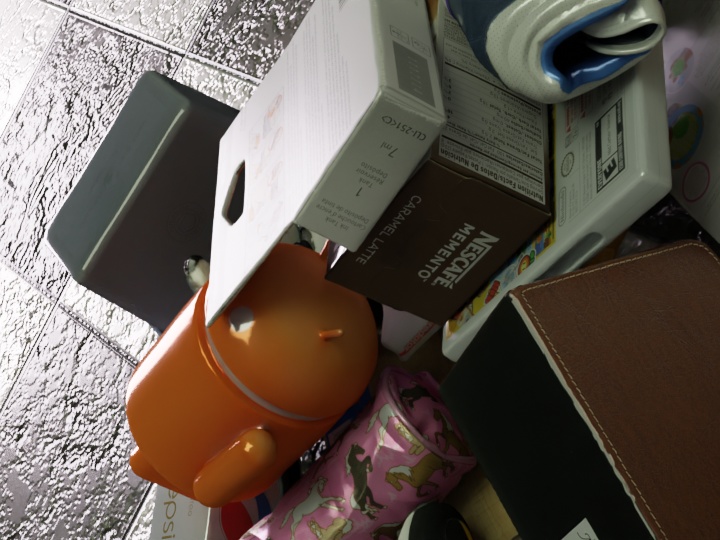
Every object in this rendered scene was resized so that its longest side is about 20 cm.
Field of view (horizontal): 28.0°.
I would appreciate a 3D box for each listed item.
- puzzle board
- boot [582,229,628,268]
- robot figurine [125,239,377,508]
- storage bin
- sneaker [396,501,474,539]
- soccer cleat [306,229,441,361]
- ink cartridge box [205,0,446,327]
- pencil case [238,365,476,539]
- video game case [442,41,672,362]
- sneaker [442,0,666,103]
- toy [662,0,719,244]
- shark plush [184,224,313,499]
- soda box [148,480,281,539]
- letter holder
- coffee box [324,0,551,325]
[{"bbox_3d":[0.041,0.107,0.920,0.151,0.017,0.201,-39,45,26],"label":"puzzle board"},{"bbox_3d":[0.121,-0.007,0.828,0.144,0.070,0.202,129,151,-49],"label":"boot"},{"bbox_3d":[-0.066,0.061,0.869,0.117,0.144,0.200,51,128,9],"label":"robot figurine"},{"bbox_3d":[-0.144,-0.054,1.107,0.201,0.134,0.145,-56,41,6],"label":"storage bin"},{"bbox_3d":[0.080,0.215,0.783,0.090,0.070,0.201,-26,60,29],"label":"sneaker"},{"bbox_3d":[0.000,0.000,0.964,0.085,0.069,0.200,-53,34,-6],"label":"soccer cleat"},{"bbox_3d":[-0.024,-0.079,0.825,0.176,0.045,0.201,-53,23,29],"label":"ink cartridge box"},{"bbox_3d":[-0.015,0.151,0.881,0.200,0.083,0.087,-48,53,18],"label":"pencil case"},{"bbox_3d":[0.108,-0.071,0.821,0.182,0.023,0.201,-46,28,43],"label":"video game case"},{"bbox_3d":[0.142,-0.170,0.747,0.200,0.081,0.147,-41,44,7],"label":"sneaker"},{"bbox_3d":[0.209,-0.100,0.829,0.116,0.047,0.200,-63,32,22],"label":"toy"},{"bbox_3d":[-0.046,0.059,0.986,0.090,0.083,0.201,-19,82,13],"label":"shark plush"},{"bbox_3d":[-0.095,0.142,1.001,0.063,0.068,0.201,-15,59,41],"label":"soda box"},{"bbox_3d":[0.157,0.100,0.723,0.201,0.141,0.101,61,147,22],"label":"letter holder"},{"bbox_3d":[0.046,-0.085,0.841,0.114,0.079,0.201,-49,26,43],"label":"coffee box"}]
